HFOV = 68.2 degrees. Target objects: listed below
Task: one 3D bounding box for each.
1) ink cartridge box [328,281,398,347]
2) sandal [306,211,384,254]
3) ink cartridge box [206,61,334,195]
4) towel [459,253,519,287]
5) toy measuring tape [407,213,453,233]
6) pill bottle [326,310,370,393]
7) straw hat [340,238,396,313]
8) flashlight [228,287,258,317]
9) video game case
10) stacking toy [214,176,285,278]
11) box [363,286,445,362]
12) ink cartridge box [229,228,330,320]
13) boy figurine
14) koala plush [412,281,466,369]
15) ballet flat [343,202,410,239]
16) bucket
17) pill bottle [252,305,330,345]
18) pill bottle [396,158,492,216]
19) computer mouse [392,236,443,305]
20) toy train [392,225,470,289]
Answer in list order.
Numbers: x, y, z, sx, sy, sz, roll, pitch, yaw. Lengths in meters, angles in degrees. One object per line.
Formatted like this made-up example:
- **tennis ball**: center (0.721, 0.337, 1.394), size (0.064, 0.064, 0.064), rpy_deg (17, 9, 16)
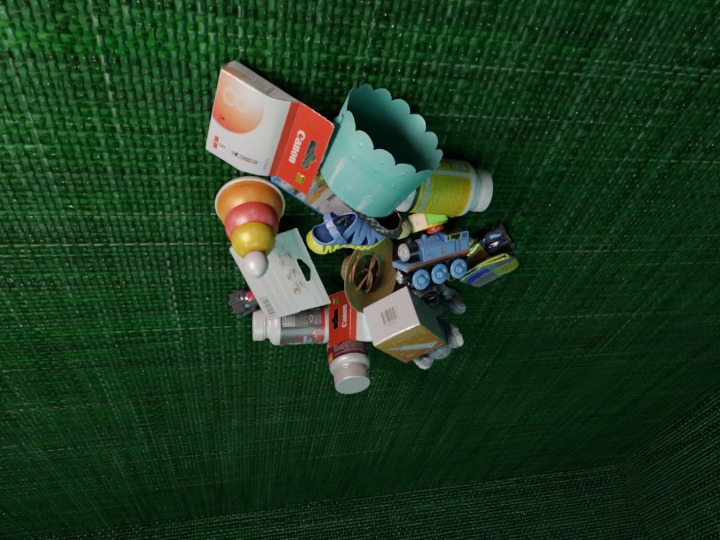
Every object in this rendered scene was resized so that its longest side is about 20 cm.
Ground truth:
- **ink cartridge box**: center (0.012, 0.112, 1.366), size (0.196, 0.050, 0.166), rpy_deg (-18, 125, -31)
- **sandal**: center (-0.017, -0.091, 1.143), size (0.195, 0.081, 0.088), rpy_deg (-15, 154, -27)
- **ink cartridge box**: center (-0.159, -0.226, 0.902), size (0.197, 0.050, 0.164), rpy_deg (33, 134, 2)
- **towel**: center (0.334, 0.001, 1.370), size (0.141, 0.023, 0.199), rpy_deg (-28, 163, 18)
- **toy measuring tape**: center (0.128, -0.110, 1.208), size (0.195, 0.075, 0.074), rpy_deg (-16, 144, 25)
- **pill bottle**: center (-0.035, 0.221, 1.449), size (0.111, 0.204, 0.116), rpy_deg (-7, 142, -6)
- **straw hat**: center (0.000, 0.000, 1.277), size (0.084, 0.205, 0.201), rpy_deg (14, 160, 39)
- **flashlight**: center (-0.235, 0.041, 1.290), size (0.196, 0.069, 0.068), rpy_deg (-24, 145, 22)
- **video game case**: center (-0.066, -0.183, 1.094), size (0.142, 0.018, 0.198), rpy_deg (-35, 137, 26)
- **stacking toy**: center (-0.214, -0.069, 1.043), size (0.141, 0.204, 0.148), rpy_deg (-7, 142, -5)
- **box**: center (0.109, 0.136, 1.280), size (0.122, 0.100, 0.199), rpy_deg (-27, 151, 16)
- **ink cartridge box**: center (-0.175, 0.003, 1.194), size (0.169, 0.044, 0.204), rpy_deg (-15, 117, 16)
- **boy figurine**: center (0.282, -0.046, 1.322), size (0.197, 0.066, 0.124), rpy_deg (-30, 145, 17)
- **koala plush**: center (0.191, 0.150, 1.425), size (0.176, 0.204, 0.182), rpy_deg (-33, 137, 26)
- **ballet flat**: center (0.040, -0.123, 1.116), size (0.198, 0.068, 0.056), rpy_deg (30, 150, -34)
- **bucket**: center (0.030, -0.208, 0.946), size (0.203, 0.212, 0.135), rpy_deg (15, 137, -31)
- **pill bottle**: center (-0.180, 0.135, 1.377), size (0.194, 0.113, 0.112), rpy_deg (0, 141, -15)
- **pill bottle**: center (0.167, -0.172, 1.093), size (0.194, 0.115, 0.114), rpy_deg (3, 140, -18)
- **computer mouse**: center (0.149, 0.011, 1.311), size (0.136, 0.046, 0.206), rpy_deg (-11, 115, -16)
- **toy train**: center (0.166, -0.032, 1.236), size (0.195, 0.086, 0.118), rpy_deg (-14, 105, -22)
